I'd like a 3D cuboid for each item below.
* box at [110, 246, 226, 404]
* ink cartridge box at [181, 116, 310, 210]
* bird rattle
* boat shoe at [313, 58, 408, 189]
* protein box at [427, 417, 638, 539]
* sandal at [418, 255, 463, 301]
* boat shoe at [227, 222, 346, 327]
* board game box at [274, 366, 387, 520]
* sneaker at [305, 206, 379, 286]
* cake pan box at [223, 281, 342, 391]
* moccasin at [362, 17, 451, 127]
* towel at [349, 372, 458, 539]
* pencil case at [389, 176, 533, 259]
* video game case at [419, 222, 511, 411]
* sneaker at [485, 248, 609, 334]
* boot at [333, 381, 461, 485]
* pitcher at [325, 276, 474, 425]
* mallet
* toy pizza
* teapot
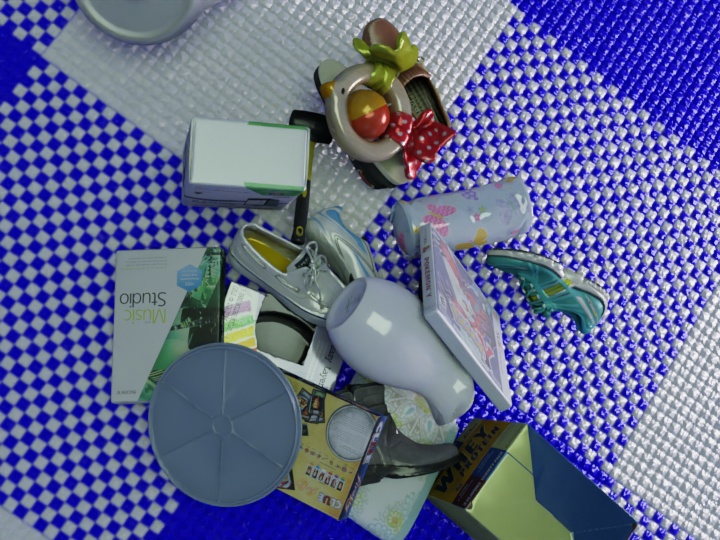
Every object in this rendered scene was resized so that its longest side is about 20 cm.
[{"bbox_3d":[-0.248,0.072,1.253,0.143,0.036,0.202,-2,80,7],"label":"box"},{"bbox_3d":[-0.154,-0.132,1.245,0.145,0.200,0.085,3,86,-12],"label":"ink cartridge box"},{"bbox_3d":[0.024,-0.209,1.284,0.162,0.112,0.201,-28,112,-29],"label":"bird rattle"},{"bbox_3d":[-0.008,-0.197,1.332,0.202,0.063,0.074,54,51,-20],"label":"boat shoe"},{"bbox_3d":[0.215,0.312,1.277,0.198,0.200,0.135,41,76,-6],"label":"protein box"},{"bbox_3d":[0.114,0.070,1.360,0.075,0.048,0.202,13,81,-11],"label":"sandal"},{"bbox_3d":[-0.077,-0.002,1.268,0.201,0.086,0.075,34,52,2],"label":"boat shoe"},{"bbox_3d":[-0.082,0.205,1.202,0.199,0.035,0.136,22,89,22],"label":"board game box"},{"bbox_3d":[0.000,0.000,1.333,0.072,0.072,0.201,-36,96,-23],"label":"sneaker"},{"bbox_3d":[-0.122,0.131,1.298,0.183,0.052,0.201,22,80,-12],"label":"cake pan box"},{"bbox_3d":[0.067,-0.268,1.373,0.073,0.078,0.203,-23,89,-17],"label":"moccasin"},{"bbox_3d":[0.028,0.242,1.303,0.171,0.048,0.201,37,65,-14],"label":"towel"},{"bbox_3d":[0.144,-0.077,1.368,0.199,0.083,0.091,-14,68,-15],"label":"pencil case"},{"bbox_3d":[0.139,0.060,1.279,0.023,0.183,0.200,-27,124,21],"label":"video game case"},{"bbox_3d":[0.267,0.025,1.391,0.199,0.077,0.080,27,87,-9],"label":"sneaker"},{"bbox_3d":[0.038,0.205,1.254,0.199,0.070,0.133,-2,74,-31],"label":"boot"},{"bbox_3d":[0.058,0.081,1.253,0.200,0.121,0.172,37,36,-21],"label":"pitcher"},{"bbox_3d":[-0.084,-0.132,1.321,0.065,0.041,0.201,17,66,-9],"label":"mallet"},{"bbox_3d":[-0.166,0.189,1.190,0.198,0.032,0.202,0,91,11],"label":"toy pizza"},{"bbox_3d":[-0.287,-0.403,1.278,0.196,0.146,0.201,-23,115,14],"label":"teapot"}]
